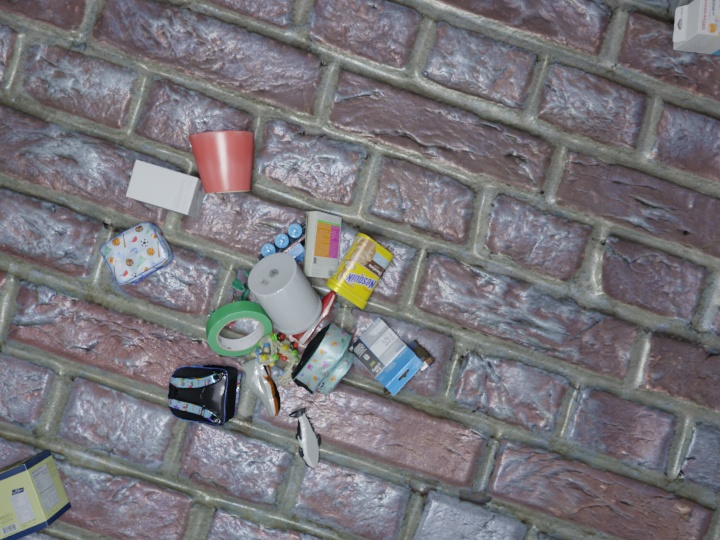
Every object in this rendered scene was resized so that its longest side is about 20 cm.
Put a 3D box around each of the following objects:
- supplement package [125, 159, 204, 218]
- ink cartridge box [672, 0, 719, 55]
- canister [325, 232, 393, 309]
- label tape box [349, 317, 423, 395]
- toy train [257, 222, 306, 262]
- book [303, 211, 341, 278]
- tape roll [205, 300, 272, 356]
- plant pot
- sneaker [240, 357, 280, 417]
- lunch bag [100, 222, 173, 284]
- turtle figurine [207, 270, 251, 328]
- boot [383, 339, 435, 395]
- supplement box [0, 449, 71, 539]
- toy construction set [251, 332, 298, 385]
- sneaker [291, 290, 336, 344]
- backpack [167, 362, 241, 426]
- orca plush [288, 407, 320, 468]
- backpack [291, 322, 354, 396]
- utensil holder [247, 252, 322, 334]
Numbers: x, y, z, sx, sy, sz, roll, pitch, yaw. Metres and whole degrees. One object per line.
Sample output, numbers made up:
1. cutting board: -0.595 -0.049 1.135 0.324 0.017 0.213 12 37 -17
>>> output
1. supplement package: -0.606 -0.253 1.630 0.197 0.121 0.122 16 89 -3
2. ink cartridge box: 1.149 -0.811 1.713 0.197 0.125 0.131 4 89 -3
3. canister: 0.000 0.000 1.657 0.148 0.086 0.202 34 85 -23
4. label tape box: 0.081 0.271 1.641 0.143 0.066 0.200 -45 63 -2
5. toy train: -0.232 -0.065 1.662 0.199 0.087 0.115 -37 95 -6
6. book: -0.116 -0.078 1.651 0.048 0.133 0.203 3 87 39
7. tape roll: -0.375 0.182 1.604 0.198 0.202 0.048 -26 47 -3
8. plant pot: -0.423 -0.334 1.616 0.197 0.201 0.180 -4 100 -3
9. sneaker: -0.323 0.379 1.663 0.091 0.076 0.203 -20 82 5
10. lunch bag: -0.711 -0.048 1.647 0.198 0.076 0.162 -29 93 -3
11. turtle figurine: -0.395 0.093 1.630 0.100 0.151 0.200 32 128 -9
12. boot: 0.137 0.316 1.688 0.199 0.075 0.097 -35 75 -5
13. supplement box: -1.047 0.698 1.587 0.197 0.134 0.202 -21 90 -3
14. toy construction set: -0.256 0.273 1.624 0.091 0.201 0.132 -14 47 17
15. sneaker: -0.170 0.129 1.665 0.115 0.078 0.201 36 87 -3
16. backpack: -0.492 0.381 1.618 0.197 0.134 0.186 3 87 10
17. orca plush: -0.192 0.537 1.659 0.070 0.105 0.202 -5 118 34
18. backpack: -0.102 0.269 1.596 0.152 0.176 0.202 29 111 2
19. utensil holder: -0.227 0.069 1.567 0.167 0.201 0.172 -11 48 12
